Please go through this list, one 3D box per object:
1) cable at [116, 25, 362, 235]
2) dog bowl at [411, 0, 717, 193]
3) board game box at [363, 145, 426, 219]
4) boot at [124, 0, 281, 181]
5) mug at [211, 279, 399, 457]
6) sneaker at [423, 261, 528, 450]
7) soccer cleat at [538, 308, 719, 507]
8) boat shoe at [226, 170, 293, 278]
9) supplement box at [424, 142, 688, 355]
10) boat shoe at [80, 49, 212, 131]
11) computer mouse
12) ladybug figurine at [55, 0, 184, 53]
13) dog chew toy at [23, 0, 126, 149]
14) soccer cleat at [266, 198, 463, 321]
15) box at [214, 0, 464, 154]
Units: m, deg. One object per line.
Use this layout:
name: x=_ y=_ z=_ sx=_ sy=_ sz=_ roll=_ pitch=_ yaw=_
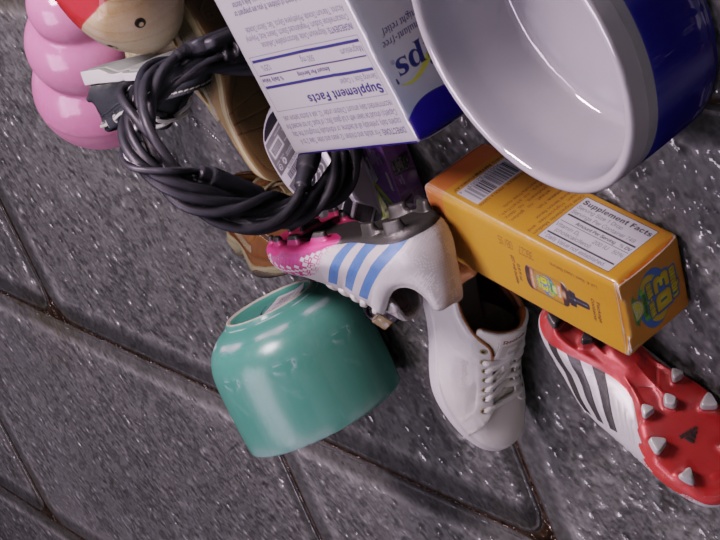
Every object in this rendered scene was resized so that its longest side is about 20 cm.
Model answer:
cable: x=-0.091 y=-0.100 z=1.542 sx=0.164 sy=0.199 sz=0.051 roll=61 pitch=145 yaw=3
dog bowl: x=0.123 y=-0.153 z=1.283 sx=0.200 sy=0.079 sz=0.201 roll=42 pitch=153 yaw=27
board game box: x=0.000 y=-0.088 z=1.665 sx=0.120 sy=0.032 sz=0.201 roll=26 pitch=143 yaw=53
boot: x=-0.128 y=-0.160 z=1.748 sx=0.155 sy=0.073 sz=0.201 roll=-16 pitch=103 yaw=61
mug: x=-0.062 y=0.078 z=1.846 sx=0.185 sy=0.152 sz=0.115 roll=-3 pitch=116 yaw=63
sneaker: x=0.098 y=0.067 z=1.623 sx=0.085 sy=0.073 sz=0.201 roll=26 pitch=142 yaw=52
soccer cleat: x=0.200 y=0.096 z=1.487 sx=0.200 sy=0.068 sz=0.085 roll=47 pitch=164 yaw=26
boat shoe: x=-0.078 y=-0.045 z=1.795 sx=0.200 sy=0.075 sz=0.074 roll=22 pitch=131 yaw=65
supplement box: x=0.136 y=-0.018 z=1.453 sx=0.200 sy=0.069 sz=0.067 roll=33 pitch=149 yaw=44
boat shoe: x=-0.165 y=-0.144 z=1.681 sx=0.200 sy=0.075 sz=0.061 roll=9 pitch=118 yaw=66
computer mouse: x=-0.005 y=-0.056 z=1.617 sx=0.201 sy=0.044 sz=0.110 roll=56 pitch=144 yaw=16
ladybug figurine: x=-0.216 y=-0.263 z=1.663 sx=0.136 sy=0.072 sz=0.201 roll=-38 pitch=80 yaw=45
dog chew toy: x=-0.243 y=-0.199 z=1.844 sx=0.124 sy=0.124 sz=0.201 roll=41 pitch=160 yaw=29
soccer cleat: x=0.000 y=0.000 z=1.543 sx=0.199 sy=0.070 sz=0.087 roll=-2 pitch=113 yaw=55
box: x=-0.010 y=-0.194 z=1.449 sx=0.184 sy=0.105 sz=0.201 roll=1 pitch=122 yaw=61
